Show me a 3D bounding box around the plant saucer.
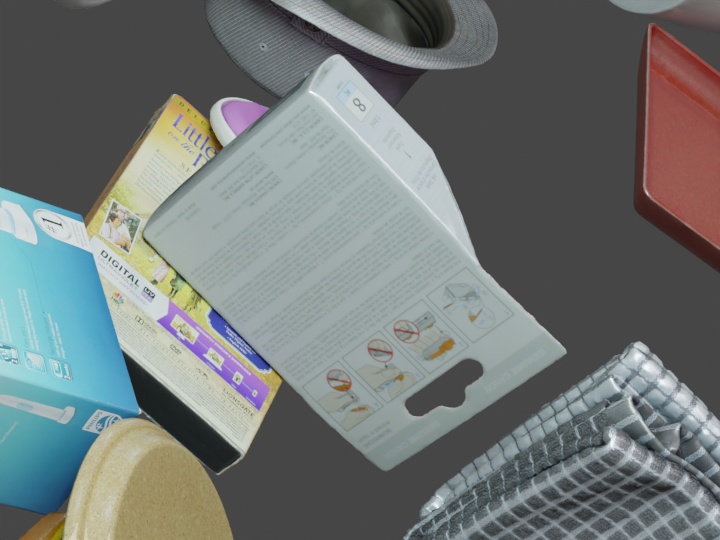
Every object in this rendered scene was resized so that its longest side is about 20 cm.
[{"bbox_3d":[0.280,-0.068,1.797,0.199,0.037,0.200,34,41,-24],"label":"plant saucer"}]

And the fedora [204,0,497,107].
[{"bbox_3d":[-0.020,-0.160,1.490,0.200,0.090,0.177,26,30,-14],"label":"fedora"}]

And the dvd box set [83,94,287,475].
[{"bbox_3d":[-0.094,0.004,1.337,0.146,0.029,0.200,42,38,-14],"label":"dvd box set"}]

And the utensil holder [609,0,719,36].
[{"bbox_3d":[0.301,-0.272,1.881,0.200,0.170,0.170,6,56,-43],"label":"utensil holder"}]

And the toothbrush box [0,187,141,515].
[{"bbox_3d":[-0.222,0.020,1.118,0.200,0.085,0.147,20,33,-38],"label":"toothbrush box"}]

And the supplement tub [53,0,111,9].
[{"bbox_3d":[-0.175,-0.273,1.385,0.200,0.144,0.144,55,36,5],"label":"supplement tub"}]

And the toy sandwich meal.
[{"bbox_3d":[-0.118,0.168,1.095,0.205,0.070,0.206,-8,90,-72],"label":"toy sandwich meal"}]

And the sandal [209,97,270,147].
[{"bbox_3d":[-0.022,-0.079,1.440,0.083,0.050,0.202,51,19,27],"label":"sandal"}]

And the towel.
[{"bbox_3d":[0.141,0.160,1.320,0.166,0.200,0.086,46,38,-7],"label":"towel"}]

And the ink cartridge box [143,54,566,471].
[{"bbox_3d":[0.000,0.000,1.281,0.200,0.160,0.047,45,39,-10],"label":"ink cartridge box"}]
